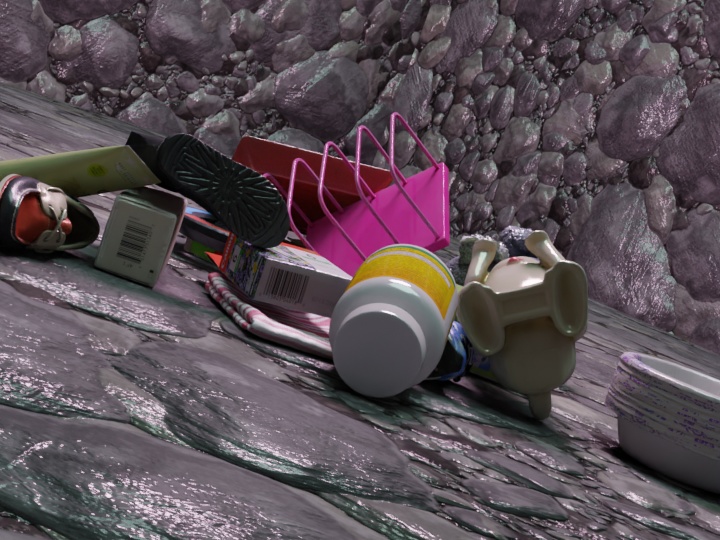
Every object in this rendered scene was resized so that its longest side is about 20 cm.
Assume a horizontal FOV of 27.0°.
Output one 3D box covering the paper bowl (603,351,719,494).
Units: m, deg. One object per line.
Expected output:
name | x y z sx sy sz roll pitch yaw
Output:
paper bowl | 0.358 0.169 1.613 0.200 0.105 0.201 21 6 -2

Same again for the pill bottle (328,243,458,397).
pill bottle | 0.031 0.051 1.448 0.112 0.113 0.200 21 18 3

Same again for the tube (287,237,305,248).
tube | -0.004 0.005 1.992 0.200 0.058 0.052 29 54 27

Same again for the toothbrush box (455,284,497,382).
toothbrush box | 0.129 0.070 1.821 0.199 0.086 0.146 19 6 -10

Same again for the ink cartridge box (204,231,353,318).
ink cartridge box | -0.090 -0.004 1.625 0.109 0.051 0.200 15 9 -24

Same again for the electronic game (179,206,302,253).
electronic game | -0.149 -0.043 1.894 0.199 0.042 0.200 21 5 -2

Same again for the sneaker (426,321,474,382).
sneaker | 0.090 0.080 1.634 0.089 0.079 0.200 17 6 -11

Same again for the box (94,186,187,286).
box | -0.233 -0.042 1.609 0.068 0.083 0.200 19 4 -6

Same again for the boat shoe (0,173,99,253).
boat shoe | -0.310 -0.049 1.466 0.062 0.072 0.200 17 -1 6

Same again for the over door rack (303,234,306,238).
over door rack | -0.150 -0.056 2.099 0.147 0.067 0.200 21 6 10

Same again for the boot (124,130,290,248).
boot | -0.171 -0.090 1.616 0.165 0.066 0.200 42 -13 -19

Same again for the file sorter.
file sorter | -0.011 -0.078 1.770 0.126 0.199 0.139 50 28 -34

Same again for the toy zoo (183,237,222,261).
toy zoo | -0.110 0.005 1.894 0.199 0.021 0.131 24 6 31

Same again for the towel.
towel | -0.074 0.050 1.569 0.146 0.030 0.200 18 7 -23

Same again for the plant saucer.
plant saucer | -0.077 -0.095 1.918 0.199 0.037 0.200 13 -23 -12

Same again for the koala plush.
koala plush | 0.178 0.031 1.972 0.200 0.178 0.184 21 14 -43

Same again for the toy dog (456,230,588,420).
toy dog | 0.188 0.049 1.651 0.139 0.195 0.200 -22 13 7

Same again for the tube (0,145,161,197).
tube | -0.313 -0.097 1.554 0.199 0.052 0.058 -7 14 16
